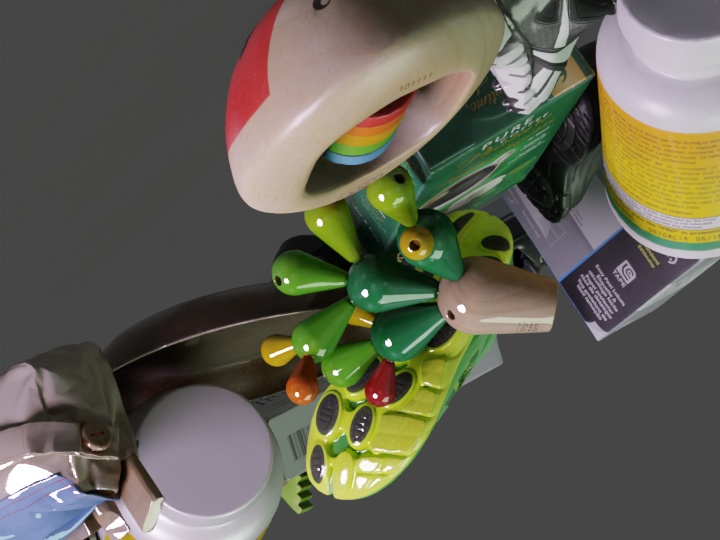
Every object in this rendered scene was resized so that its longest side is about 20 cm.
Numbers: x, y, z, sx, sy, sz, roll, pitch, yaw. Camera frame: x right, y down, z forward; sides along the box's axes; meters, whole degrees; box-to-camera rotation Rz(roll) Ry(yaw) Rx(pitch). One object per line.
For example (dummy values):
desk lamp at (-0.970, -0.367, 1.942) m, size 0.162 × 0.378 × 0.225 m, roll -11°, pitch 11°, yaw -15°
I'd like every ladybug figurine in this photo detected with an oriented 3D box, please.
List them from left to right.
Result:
ladybug figurine at (-0.006, -0.089, 1.218) m, size 0.136 × 0.072 × 0.200 m, roll -28°, pitch 170°, yaw -20°

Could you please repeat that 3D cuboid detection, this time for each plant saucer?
plant saucer at (-0.082, 0.048, 1.682) m, size 0.200 × 0.032 × 0.200 m, roll -14°, pitch 163°, yaw -4°

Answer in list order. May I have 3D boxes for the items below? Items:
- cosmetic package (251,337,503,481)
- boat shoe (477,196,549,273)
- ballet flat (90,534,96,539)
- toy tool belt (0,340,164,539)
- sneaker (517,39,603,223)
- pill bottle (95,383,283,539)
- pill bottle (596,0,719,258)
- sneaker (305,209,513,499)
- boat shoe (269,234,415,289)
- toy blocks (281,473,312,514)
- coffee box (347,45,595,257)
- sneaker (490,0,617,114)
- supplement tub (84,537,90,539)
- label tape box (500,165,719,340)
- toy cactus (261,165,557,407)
cosmetic package at (-0.024, 0.074, 1.885) m, size 0.200 × 0.052 × 0.151 m, roll -27°, pitch -161°, yaw -32°
boat shoe at (0.110, -0.017, 2.003) m, size 0.200 × 0.066 × 0.070 m, roll -26°, pitch 169°, yaw -35°
ballet flat at (-0.214, 0.177, 1.992) m, size 0.200 × 0.074 × 0.074 m, roll -25°, pitch 169°, yaw -24°
toy tool belt at (-0.203, 0.138, 1.602) m, size 0.200 × 0.123 × 0.125 m, roll -38°, pitch 169°, yaw 36°
sneaker at (0.145, -0.093, 1.711) m, size 0.091 × 0.076 × 0.200 m, roll -34°, pitch 173°, yaw -17°
pill bottle at (-0.109, 0.139, 1.707) m, size 0.112 × 0.113 × 0.200 m, roll -29°, pitch 169°, yaw -17°
pill bottle at (0.194, -0.104, 1.552) m, size 0.113 × 0.113 × 0.200 m, roll -30°, pitch 148°, yaw -12°
sneaker at (0.041, 0.060, 1.656) m, size 0.200 × 0.074 × 0.084 m, roll -56°, pitch 154°, yaw -7°
boat shoe at (-0.003, 0.000, 1.755) m, size 0.074 × 0.063 × 0.201 m, roll -8°, pitch 168°, yaw 26°
toy blocks at (-0.041, 0.118, 2.190) m, size 0.137 × 0.100 × 0.200 m, roll -47°, pitch 167°, yaw 17°
coffee box at (0.062, -0.074, 1.615) m, size 0.123 × 0.044 × 0.200 m, roll -30°, pitch 171°, yaw -15°
sneaker at (0.094, -0.132, 1.342) m, size 0.090 × 0.067 × 0.200 m, roll -31°, pitch 169°, yaw 5°
supplement tub at (-0.220, 0.226, 1.766) m, size 0.122 × 0.200 × 0.123 m, roll -31°, pitch 171°, yaw -5°
label tape box at (0.189, -0.062, 1.784) m, size 0.066 × 0.143 × 0.200 m, roll -26°, pitch 169°, yaw -35°
toy cactus at (0.031, 0.013, 1.541) m, size 0.165 × 0.102 × 0.200 m, roll 7°, pitch 132°, yaw -4°
